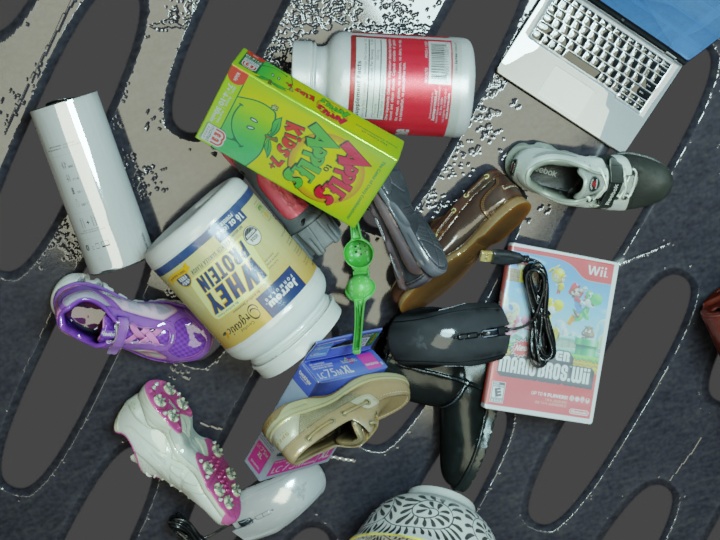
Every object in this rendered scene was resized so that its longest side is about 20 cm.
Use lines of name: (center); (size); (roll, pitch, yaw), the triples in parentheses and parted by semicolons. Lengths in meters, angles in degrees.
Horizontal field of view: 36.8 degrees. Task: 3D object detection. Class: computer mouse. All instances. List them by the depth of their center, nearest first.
computer mouse: (0.131, 0.046, 1.255); (0.199, 0.046, 0.141); (0, 92, -2)
computer mouse: (-0.134, 0.304, 1.357); (0.200, 0.044, 0.110); (-34, 102, 5)

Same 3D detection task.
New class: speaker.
speaker: (-0.306, -0.101, 1.234); (0.081, 0.081, 0.200); (-17, 103, 1)

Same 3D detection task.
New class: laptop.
laptop: (0.290, -0.256, 1.211); (0.187, 0.116, 0.200); (31, 100, -9)

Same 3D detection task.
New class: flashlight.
flashlight: (-0.097, -0.105, 1.251); (0.068, 0.068, 0.200); (-37, 101, 10)

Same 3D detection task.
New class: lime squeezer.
lime squeezer: (0.000, 0.000, 1.251); (0.038, 0.071, 0.201); (-1, 79, -7)

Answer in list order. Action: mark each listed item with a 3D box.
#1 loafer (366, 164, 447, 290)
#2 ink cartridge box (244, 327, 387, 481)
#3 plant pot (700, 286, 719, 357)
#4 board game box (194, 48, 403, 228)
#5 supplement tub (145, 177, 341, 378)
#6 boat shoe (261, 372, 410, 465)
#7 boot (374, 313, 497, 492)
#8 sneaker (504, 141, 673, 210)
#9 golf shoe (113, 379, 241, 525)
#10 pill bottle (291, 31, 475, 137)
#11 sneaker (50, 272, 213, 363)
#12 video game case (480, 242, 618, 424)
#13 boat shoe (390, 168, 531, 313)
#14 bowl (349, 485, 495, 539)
loafer: (0.026, -0.070, 1.244); (0.063, 0.072, 0.200); (-35, 76, 27)
ink cartridge box: (-0.046, 0.157, 1.265); (0.042, 0.119, 0.200); (45, 122, 30)
plant pot: (0.515, 0.096, 1.275); (0.201, 0.201, 0.196); (-31, 95, 4)
board game box: (-0.065, -0.141, 1.167); (0.200, 0.048, 0.102); (30, 123, -7)
supplement tub: (-0.130, 0.010, 1.237); (0.144, 0.144, 0.200); (-40, 102, 6)
boat shoe: (-0.015, 0.170, 1.212); (0.200, 0.065, 0.071); (-15, 141, -37)
boot: (0.085, 0.156, 1.319); (0.162, 0.073, 0.199); (18, 95, -9)
sneaker: (0.272, -0.100, 1.259); (0.199, 0.089, 0.074); (5, 109, -4)
golf shoe: (-0.223, 0.232, 1.322); (0.091, 0.075, 0.200); (-34, 89, 17)
pill bottle: (0.022, -0.209, 1.210); (0.199, 0.112, 0.113); (3, 103, -3)
sneaker: (-0.273, 0.068, 1.272); (0.200, 0.088, 0.081); (17, 100, -8)
video game case: (0.229, 0.077, 1.304); (0.143, 0.017, 0.201); (10, 89, -13)
boat shoe: (0.109, -0.035, 1.284); (0.200, 0.070, 0.070); (-42, 64, 6)
bowl: (0.090, 0.327, 1.332); (0.200, 0.201, 0.094); (24, 57, -8)
